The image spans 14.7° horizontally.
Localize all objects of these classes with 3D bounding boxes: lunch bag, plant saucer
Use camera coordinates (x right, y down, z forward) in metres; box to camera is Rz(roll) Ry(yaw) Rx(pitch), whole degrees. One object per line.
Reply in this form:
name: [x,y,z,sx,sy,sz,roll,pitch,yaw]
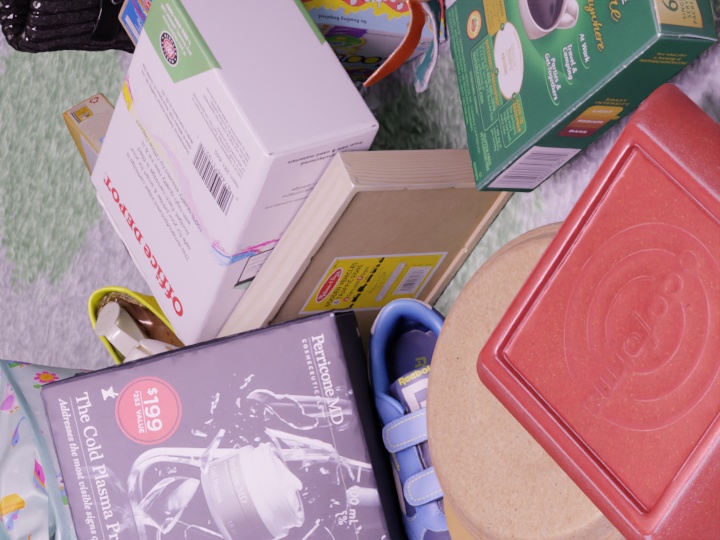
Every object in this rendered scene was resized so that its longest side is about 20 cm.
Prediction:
lunch bag: [-0.167,0.155,1.937,0.200,0.170,0.122,48,126,55]
plant saucer: [0.154,0.032,1.446,0.200,0.037,0.200,47,113,38]

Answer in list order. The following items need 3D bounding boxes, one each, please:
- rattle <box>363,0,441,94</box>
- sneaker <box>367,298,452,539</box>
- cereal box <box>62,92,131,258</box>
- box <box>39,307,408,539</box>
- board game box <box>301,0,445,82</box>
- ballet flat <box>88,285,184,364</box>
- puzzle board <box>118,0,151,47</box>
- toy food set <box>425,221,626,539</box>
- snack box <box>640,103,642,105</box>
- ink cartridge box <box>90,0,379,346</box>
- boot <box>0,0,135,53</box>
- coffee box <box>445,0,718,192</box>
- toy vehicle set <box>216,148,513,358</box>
rattle: [0.074,-0.208,1.647,0.142,0.130,0.201,-2,65,19]
sneaker: [0.047,0.104,1.639,0.082,0.074,0.201,68,-179,-56]
cereal box: [-0.139,-0.025,1.974,0.200,0.039,0.144,48,164,53]
box: [-0.072,0.139,1.647,0.104,0.181,0.201,-7,-98,-84]
board game box: [-0.018,-0.235,1.797,0.103,0.104,0.201,-23,67,58]
ballet flat: [-0.142,0.065,1.913,0.067,0.067,0.200,-51,33,5]
puzzle board: [-0.085,-0.135,1.783,0.200,0.017,0.151,58,146,21]
toy food set: [0.115,0.072,1.533,0.197,0.049,0.201,-18,69,41]
snack box: [0.169,-0.196,1.543,0.072,0.024,0.201,53,131,51]
ink cartridge box: [-0.081,-0.071,1.712,0.145,0.084,0.200,58,147,25]
boot: [-0.191,-0.255,2.052,0.079,0.157,0.212,-33,58,54]
coffee box: [0.120,-0.137,1.552,0.200,0.044,0.124,-42,50,52]
toy vehicle set: [0.000,0.000,1.710,0.200,0.124,0.027,-55,49,41]
